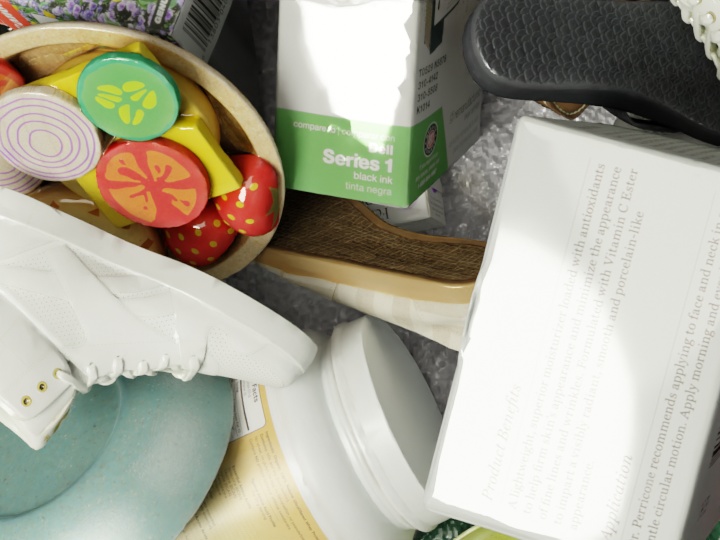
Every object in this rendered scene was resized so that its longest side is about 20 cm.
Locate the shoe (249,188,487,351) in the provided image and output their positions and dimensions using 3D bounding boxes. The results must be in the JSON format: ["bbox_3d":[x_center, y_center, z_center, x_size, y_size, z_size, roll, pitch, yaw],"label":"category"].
[{"bbox_3d":[0.000,0.000,0.973,0.199,0.070,0.054,19,135,37],"label":"shoe"}]

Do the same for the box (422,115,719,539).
[{"bbox_3d":[0.139,0.031,0.895,0.130,0.200,0.201,16,100,18],"label":"box"}]

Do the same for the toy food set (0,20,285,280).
[{"bbox_3d":[-0.139,-0.051,0.927,0.198,0.198,0.049,-16,40,27],"label":"toy food set"}]

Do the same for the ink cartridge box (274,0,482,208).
[{"bbox_3d":[0.017,-0.155,0.955,0.083,0.146,0.202,11,113,17],"label":"ink cartridge box"}]

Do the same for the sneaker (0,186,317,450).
[{"bbox_3d":[-0.130,0.047,0.896,0.198,0.074,0.117,23,71,-5],"label":"sneaker"}]

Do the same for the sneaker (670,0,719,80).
[{"bbox_3d":[0.180,-0.150,0.909,0.084,0.073,0.202,-7,76,2],"label":"sneaker"}]

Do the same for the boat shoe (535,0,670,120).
[{"bbox_3d":[0.155,-0.179,0.974,0.074,0.075,0.201,29,96,45],"label":"boat shoe"}]

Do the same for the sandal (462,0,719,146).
[{"bbox_3d":[0.150,-0.110,0.942,0.198,0.043,0.077,12,70,-11],"label":"sandal"}]

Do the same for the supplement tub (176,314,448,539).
[{"bbox_3d":[-0.056,0.122,0.990,0.199,0.145,0.146,-26,78,13],"label":"supplement tub"}]

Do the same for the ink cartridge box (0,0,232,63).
[{"bbox_3d":[-0.159,-0.186,0.964,0.198,0.050,0.110,15,77,24],"label":"ink cartridge box"}]

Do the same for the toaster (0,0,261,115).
[{"bbox_3d":[-0.155,-0.131,1.038,0.198,0.119,0.183,-15,68,15],"label":"toaster"}]

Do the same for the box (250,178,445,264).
[{"bbox_3d":[-0.048,-0.030,1.056,0.198,0.041,0.039,-11,82,17],"label":"box"}]

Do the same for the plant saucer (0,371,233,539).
[{"bbox_3d":[-0.163,0.102,0.944,0.199,0.039,0.202,-22,38,18],"label":"plant saucer"}]

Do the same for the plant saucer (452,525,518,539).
[{"bbox_3d":[0.113,0.235,0.987,0.198,0.031,0.202,-2,84,18],"label":"plant saucer"}]

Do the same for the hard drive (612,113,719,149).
[{"bbox_3d":[0.253,-0.082,0.972,0.199,0.026,0.133,28,94,18],"label":"hard drive"}]
